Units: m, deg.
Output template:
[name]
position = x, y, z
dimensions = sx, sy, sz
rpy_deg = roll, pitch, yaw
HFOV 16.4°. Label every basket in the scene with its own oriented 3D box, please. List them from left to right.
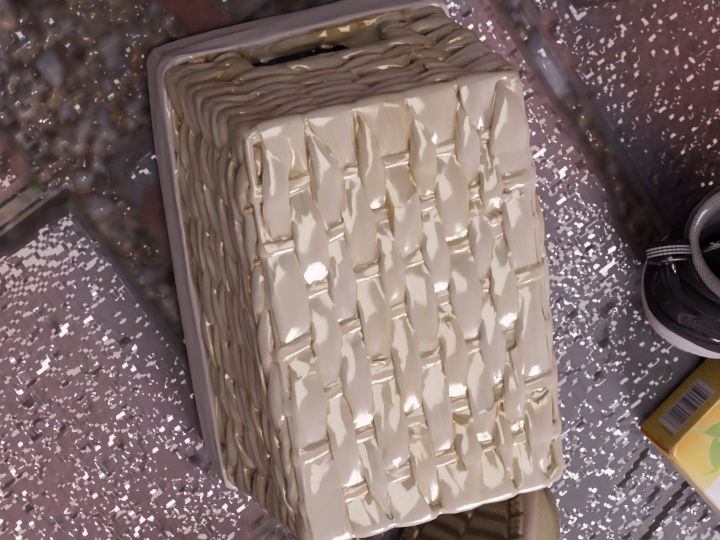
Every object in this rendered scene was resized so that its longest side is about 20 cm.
[basket]
position = 0.000, 0.000, 1.043
dimensions = 0.135, 0.123, 0.201
rpy_deg = -14, 110, -15

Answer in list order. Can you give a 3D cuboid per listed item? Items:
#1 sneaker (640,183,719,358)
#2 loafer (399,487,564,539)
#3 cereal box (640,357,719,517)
[sneaker]
position = 0.219, -0.003, 1.087
dimensions = 0.199, 0.114, 0.076
rpy_deg = -5, 78, 9
[loafer]
position = 0.055, 0.180, 1.149
dimensions = 0.068, 0.075, 0.201
rpy_deg = 1, 102, -50
[cereal box]
position = 0.246, 0.094, 1.201
dimensions = 0.144, 0.040, 0.200
rpy_deg = -44, 115, -2
